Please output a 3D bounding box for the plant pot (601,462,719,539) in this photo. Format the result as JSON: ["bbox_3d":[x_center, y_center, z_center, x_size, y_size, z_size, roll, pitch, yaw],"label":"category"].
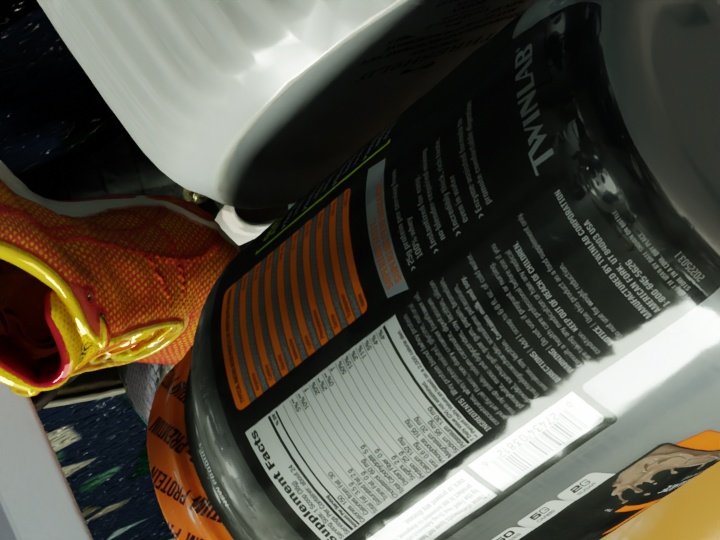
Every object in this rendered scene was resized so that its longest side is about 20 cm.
[{"bbox_3d":[0.112,0.051,0.865,0.200,0.200,0.183,-17,153,-45],"label":"plant pot"}]

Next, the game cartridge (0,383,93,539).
[{"bbox_3d":[-0.161,0.098,0.925,0.133,0.201,0.042,-25,-163,-11],"label":"game cartridge"}]

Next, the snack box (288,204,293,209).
[{"bbox_3d":[0.069,-0.063,1.045,0.199,0.037,0.117,-15,134,-23],"label":"snack box"}]

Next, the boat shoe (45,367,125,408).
[{"bbox_3d":[-0.152,0.034,1.042,0.201,0.060,0.072,-15,163,-49],"label":"boat shoe"}]

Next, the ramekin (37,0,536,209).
[{"bbox_3d":[0.003,-0.102,0.747,0.199,0.105,0.200,-28,168,-7],"label":"ramekin"}]

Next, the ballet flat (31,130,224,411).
[{"bbox_3d":[-0.109,0.019,0.986,0.200,0.057,0.067,-47,132,-10],"label":"ballet flat"}]

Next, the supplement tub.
[{"bbox_3d":[0.039,0.015,0.725,0.200,0.123,0.122,-38,165,37],"label":"supplement tub"}]

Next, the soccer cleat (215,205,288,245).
[{"bbox_3d":[0.013,-0.045,1.098,0.199,0.070,0.078,-21,162,-25],"label":"soccer cleat"}]

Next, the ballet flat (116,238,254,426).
[{"bbox_3d":[0.000,0.000,0.974,0.200,0.072,0.072,-38,167,9],"label":"ballet flat"}]

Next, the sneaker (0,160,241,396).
[{"bbox_3d":[-0.098,0.012,0.870,0.073,0.077,0.200,-36,152,25],"label":"sneaker"}]
